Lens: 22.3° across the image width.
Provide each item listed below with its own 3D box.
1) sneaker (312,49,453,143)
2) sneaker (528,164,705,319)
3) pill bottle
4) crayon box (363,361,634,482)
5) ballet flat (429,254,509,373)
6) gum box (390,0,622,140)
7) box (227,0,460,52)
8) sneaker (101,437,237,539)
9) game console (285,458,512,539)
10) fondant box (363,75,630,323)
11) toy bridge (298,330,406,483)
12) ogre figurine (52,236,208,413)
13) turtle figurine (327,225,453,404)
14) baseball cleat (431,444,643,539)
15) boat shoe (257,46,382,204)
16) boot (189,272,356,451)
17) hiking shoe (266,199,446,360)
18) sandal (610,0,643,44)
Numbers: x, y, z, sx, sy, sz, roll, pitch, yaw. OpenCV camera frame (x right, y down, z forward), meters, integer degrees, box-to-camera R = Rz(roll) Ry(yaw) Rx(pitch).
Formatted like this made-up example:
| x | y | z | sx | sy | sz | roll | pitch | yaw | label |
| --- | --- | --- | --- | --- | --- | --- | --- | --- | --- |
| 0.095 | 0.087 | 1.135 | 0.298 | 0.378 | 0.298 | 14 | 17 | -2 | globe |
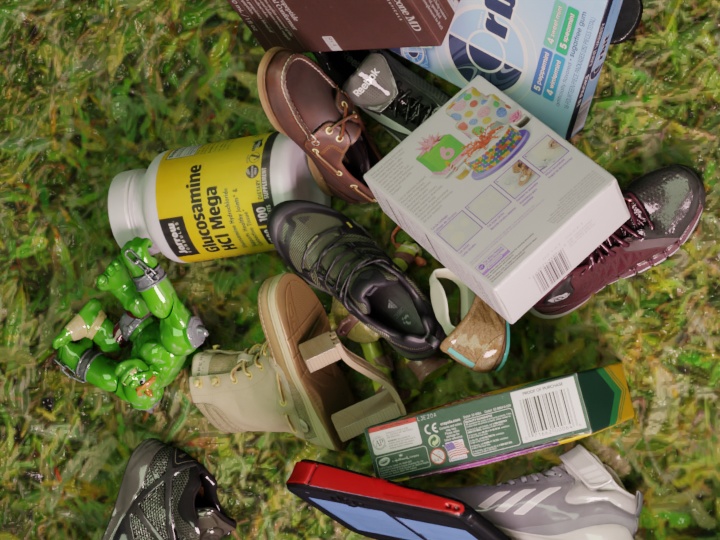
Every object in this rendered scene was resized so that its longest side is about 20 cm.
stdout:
| x | y | z | sx | sy | sz | roll | pitch | yaw | label |
| --- | --- | --- | --- | --- | --- | --- | --- | --- | --- |
| 0.026 | -0.166 | 1.724 | 0.200 | 0.090 | 0.067 | 41 | 103 | 18 | sneaker |
| 0.216 | -0.023 | 1.630 | 0.200 | 0.115 | 0.076 | -40 | 75 | 16 | sneaker |
| -0.138 | -0.068 | 1.774 | 0.199 | 0.112 | 0.113 | -8 | 85 | 21 | pill bottle |
| 0.127 | 0.135 | 1.629 | 0.199 | 0.172 | 0.059 | -16 | 86 | 20 | crayon box |
| 0.098 | 0.005 | 1.648 | 0.072 | 0.068 | 0.201 | 16 | 50 | -11 | ballet flat |
| 0.132 | -0.236 | 1.666 | 0.199 | 0.045 | 0.171 | 30 | 132 | 20 | gum box |
| -0.019 | -0.256 | 1.661 | 0.199 | 0.100 | 0.075 | 0 | 56 | 34 | box |
| -0.194 | 0.277 | 1.803 | 0.114 | 0.076 | 0.201 | 19 | 90 | 27 | sneaker |
| 0.042 | 0.218 | 1.605 | 0.176 | 0.200 | 0.031 | 13 | 75 | 27 | game console |
| 0.118 | -0.066 | 1.612 | 0.144 | 0.058 | 0.200 | -41 | 50 | -7 | fondant box |
| 0.007 | 0.134 | 1.694 | 0.067 | 0.201 | 0.027 | -25 | 36 | -2 | toy bridge |
| -0.221 | 0.063 | 1.804 | 0.120 | 0.098 | 0.200 | 41 | 112 | 3 | ogre figurine |
| 0.017 | 0.042 | 1.734 | 0.200 | 0.064 | 0.162 | -40 | 75 | 16 | turtle figurine |
| 0.162 | 0.206 | 1.680 | 0.199 | 0.070 | 0.107 | 12 | 77 | 19 | baseball cleat |
| -0.026 | -0.133 | 1.694 | 0.070 | 0.200 | 0.071 | 17 | 68 | 36 | boat shoe |
| -0.098 | 0.084 | 1.728 | 0.155 | 0.073 | 0.201 | 5 | 134 | 30 | boot |
| 0.000 | 0.000 | 1.653 | 0.200 | 0.101 | 0.076 | 38 | 83 | 3 | hiking shoe |
| 0.167 | -0.271 | 1.694 | 0.200 | 0.048 | 0.076 | 23 | 96 | 21 | sandal |
